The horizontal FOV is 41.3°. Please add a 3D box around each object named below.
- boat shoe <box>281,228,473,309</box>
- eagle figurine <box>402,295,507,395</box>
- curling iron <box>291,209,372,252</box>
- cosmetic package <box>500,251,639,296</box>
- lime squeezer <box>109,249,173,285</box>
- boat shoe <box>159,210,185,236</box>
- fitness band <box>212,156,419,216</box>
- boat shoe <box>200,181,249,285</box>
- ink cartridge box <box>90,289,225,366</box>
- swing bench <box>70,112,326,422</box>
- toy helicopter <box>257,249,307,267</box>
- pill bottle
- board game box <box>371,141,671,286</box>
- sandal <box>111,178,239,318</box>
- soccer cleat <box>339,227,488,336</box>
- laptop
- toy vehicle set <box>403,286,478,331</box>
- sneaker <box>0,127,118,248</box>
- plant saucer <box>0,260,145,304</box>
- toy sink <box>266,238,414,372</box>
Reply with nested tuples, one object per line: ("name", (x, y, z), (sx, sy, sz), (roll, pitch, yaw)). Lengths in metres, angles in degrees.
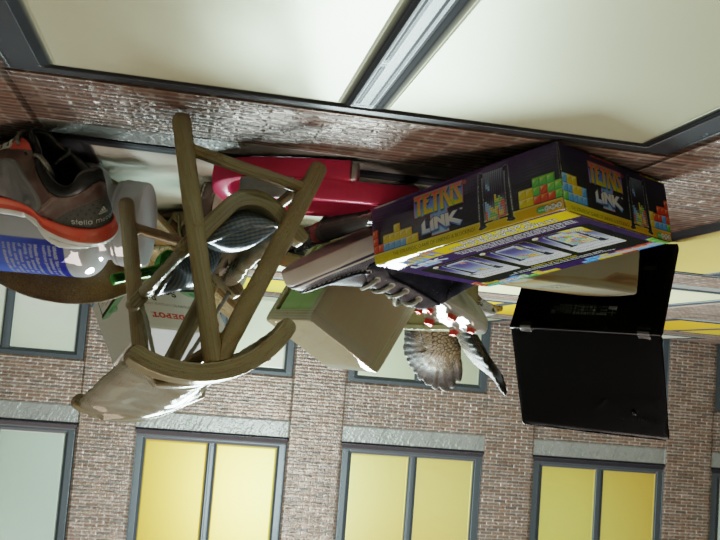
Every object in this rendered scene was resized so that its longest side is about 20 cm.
("boat shoe", (0.027, 0.004, 0.934), (0.197, 0.094, 0.075), (-21, -171, -12))
("eagle figurine", (0.131, 0.066, 1.299), (0.148, 0.204, 0.152), (4, 175, 8))
("curling iron", (-0.028, -0.043, 0.938), (0.049, 0.026, 0.199), (-18, -179, -23))
("cosmetic package", (0.202, -0.017, 1.063), (0.197, 0.073, 0.105), (7, 174, -23))
("lime squeezer", (-0.161, -0.017, 0.942), (0.198, 0.038, 0.071), (-20, 160, -31))
("boat shoe", (-0.210, -0.040, 1.194), (0.198, 0.077, 0.073), (-2, 169, 44))
("fitness band", (-0.043, -0.075, 0.893), (0.196, 0.038, 0.144), (5, 177, 11))
("boat shoe", (-0.160, -0.039, 1.046), (0.059, 0.073, 0.201), (19, 157, 8))
("ink cartridge box", (-0.280, 0.028, 1.270), (0.084, 0.202, 0.144), (-44, 148, 25))
("swing bench", (-0.135, 0.018, 0.773), (0.128, 0.203, 0.198), (16, 158, -24))
("toy helicopter", (-0.119, -0.022, 1.314), (0.198, 0.080, 0.131), (17, -170, 41))
("pill bottle", (-0.305, -0.052, 0.936), (0.196, 0.114, 0.112), (5, 175, 0))
("board game box", (0.134, -0.040, 0.813), (0.164, 0.058, 0.198), (12, 160, -44))
("sandal", (-0.216, -0.004, 1.017), (0.211, 0.070, 0.077), (43, 157, -14))
("soccer cleat", (0.066, 0.000, 1.018), (0.199, 0.078, 0.069), (34, 158, -19))
("laptop", (0.290, 0.081, 1.170), (0.185, 0.202, 0.116), (1, 145, 32))
("toy vehicle set", (0.072, 0.011, 1.196), (0.026, 0.127, 0.199), (8, 174, -35))
("sneaker", (-0.281, -0.091, 0.823), (0.198, 0.083, 0.077), (24, -148, 26))
("plant saucer", (-0.325, -0.040, 1.051), (0.197, 0.036, 0.201), (15, -148, -9))
("toy sink", (0.000, 0.000, 1.092), (0.112, 0.202, 0.130), (39, 162, -21))
